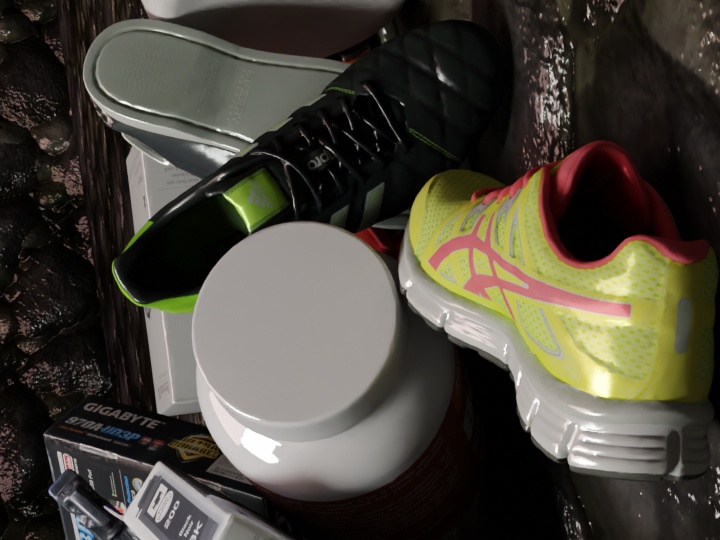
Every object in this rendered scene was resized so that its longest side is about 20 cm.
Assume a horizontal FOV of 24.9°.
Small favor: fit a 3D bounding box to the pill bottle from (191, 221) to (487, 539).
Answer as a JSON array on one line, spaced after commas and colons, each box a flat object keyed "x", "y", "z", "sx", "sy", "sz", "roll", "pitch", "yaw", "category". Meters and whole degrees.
[{"x": -0.008, "y": 0.056, "z": 0.719, "sx": 0.200, "sy": 0.111, "sz": 0.113, "roll": 64, "pitch": -167, "yaw": -66, "category": "pill bottle"}]

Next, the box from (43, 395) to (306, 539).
[{"x": -0.095, "y": 0.183, "z": 0.944, "sx": 0.158, "sy": 0.046, "sz": 0.202, "roll": 11, "pitch": 121, "yaw": 31, "category": "box"}]

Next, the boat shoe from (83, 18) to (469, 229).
[{"x": -0.039, "y": -0.068, "z": 0.802, "sx": 0.076, "sy": 0.198, "sz": 0.060, "roll": -62, "pitch": -11, "yaw": -13, "category": "boat shoe"}]

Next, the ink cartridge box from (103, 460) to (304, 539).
[{"x": -0.013, "y": 0.157, "z": 0.748, "sx": 0.044, "sy": 0.197, "sz": 0.200, "roll": -59, "pitch": 18, "yaw": -9, "category": "ink cartridge box"}]

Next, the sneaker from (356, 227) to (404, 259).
[{"x": 0.000, "y": 0.000, "z": 0.891, "sx": 0.077, "sy": 0.085, "sz": 0.200, "roll": 44, "pitch": -177, "yaw": 2, "category": "sneaker"}]

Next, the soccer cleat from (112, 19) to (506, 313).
[{"x": -0.022, "y": -0.040, "z": 0.718, "sx": 0.068, "sy": 0.199, "sz": 0.081, "roll": 56, "pitch": -166, "yaw": 3, "category": "soccer cleat"}]

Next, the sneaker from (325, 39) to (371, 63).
[{"x": -0.042, "y": -0.106, "z": 1.002, "sx": 0.200, "sy": 0.074, "sz": 0.079, "roll": -134, "pitch": 37, "yaw": -71, "category": "sneaker"}]

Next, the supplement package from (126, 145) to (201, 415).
[{"x": -0.099, "y": -0.004, "z": 1.184, "sx": 0.117, "sy": 0.116, "sz": 0.202, "roll": 143, "pitch": 120, "yaw": -74, "category": "supplement package"}]

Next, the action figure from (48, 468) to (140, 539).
[{"x": -0.107, "y": 0.205, "z": 0.822, "sx": 0.200, "sy": 0.105, "sz": 0.193, "roll": 46, "pitch": 178, "yaw": -11, "category": "action figure"}]

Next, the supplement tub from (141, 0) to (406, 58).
[{"x": -0.055, "y": -0.223, "z": 0.840, "sx": 0.145, "sy": 0.143, "sz": 0.202, "roll": 112, "pitch": 148, "yaw": -63, "category": "supplement tub"}]

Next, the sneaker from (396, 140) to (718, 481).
[{"x": 0.074, "y": -0.008, "z": 0.578, "sx": 0.200, "sy": 0.077, "sz": 0.091, "roll": -133, "pitch": 47, "yaw": -60, "category": "sneaker"}]
